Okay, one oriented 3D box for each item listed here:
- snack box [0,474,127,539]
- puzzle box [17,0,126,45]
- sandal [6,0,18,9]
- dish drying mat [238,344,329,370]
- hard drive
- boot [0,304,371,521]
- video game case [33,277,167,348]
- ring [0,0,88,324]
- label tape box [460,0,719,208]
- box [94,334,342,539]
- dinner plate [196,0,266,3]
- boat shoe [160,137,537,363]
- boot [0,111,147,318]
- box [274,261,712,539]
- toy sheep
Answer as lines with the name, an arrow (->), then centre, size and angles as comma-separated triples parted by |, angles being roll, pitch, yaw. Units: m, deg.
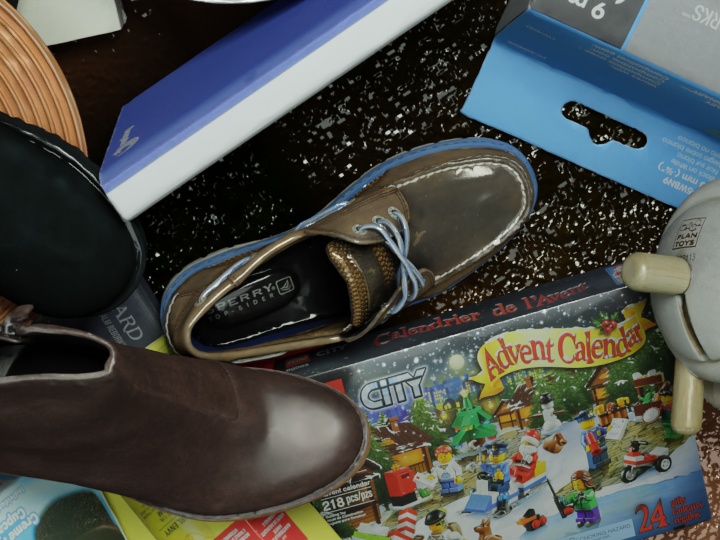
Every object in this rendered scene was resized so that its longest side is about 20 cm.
snack box -> -0.180, 0.179, 0.851 | 0.037, 0.200, 0.117 | -12, 111, 41
puzzle box -> -0.220, -0.159, 0.864 | 0.198, 0.025, 0.134 | -11, 108, 2
sandal -> -0.200, -0.074, 0.860 | 0.074, 0.045, 0.201 | 8, 126, -14
dish drying mat -> -0.045, 0.100, 0.960 | 0.076, 0.018, 0.202 | -10, 107, -3
hard drive -> -0.026, -0.105, 0.831 | 0.199, 0.132, 0.025 | -33, 107, 9
boot -> -0.094, 0.062, 0.794 | 0.198, 0.166, 0.073 | 2, 76, 1
video game case -> -0.208, 0.023, 0.900 | 0.198, 0.019, 0.143 | -22, 133, 5
ring -> -0.221, -0.045, 0.831 | 0.198, 0.019, 0.203 | 0, 103, 1
label tape box -> 0.153, -0.129, 0.865 | 0.143, 0.063, 0.201 | 22, 106, -8
box -> -0.063, 0.134, 0.917 | 0.075, 0.050, 0.200 | -40, 89, 33
dinner plate -> -0.059, -0.219, 0.827 | 0.198, 0.024, 0.202 | 0, 88, -1
boat shoe -> 0.000, 0.000, 0.890 | 0.199, 0.072, 0.073 | -27, 104, -2
boot -> -0.180, -0.034, 0.740 | 0.198, 0.163, 0.073 | 40, 102, -8
box -> 0.068, 0.087, 0.939 | 0.198, 0.038, 0.138 | -16, 108, -1
toy sheep -> 0.202, 0.016, 0.872 | 0.199, 0.138, 0.139 | 8, 112, -38
